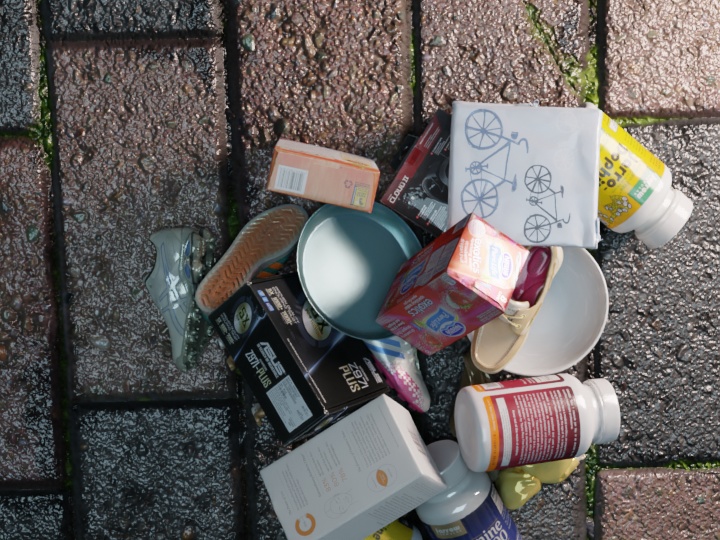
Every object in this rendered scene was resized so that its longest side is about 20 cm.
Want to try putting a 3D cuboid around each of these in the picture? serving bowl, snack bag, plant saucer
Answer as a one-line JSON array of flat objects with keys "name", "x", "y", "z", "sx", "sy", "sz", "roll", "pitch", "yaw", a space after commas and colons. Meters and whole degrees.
[{"name": "serving bowl", "x": 0.238, "y": 0.046, "z": 1.601, "sx": 0.199, "sy": 0.066, "sz": 0.201, "roll": -1, "pitch": 84, "yaw": 12}, {"name": "snack bag", "x": 0.212, "y": -0.124, "z": 1.501, "sx": 0.199, "sy": 0.021, "sz": 0.189, "roll": 2, "pitch": 89, "yaw": 8}, {"name": "plant saucer", "x": 0.000, "y": 0.000, "z": 1.572, "sx": 0.200, "sy": 0.027, "sz": 0.201, "roll": 10, "pitch": 68, "yaw": -26}]

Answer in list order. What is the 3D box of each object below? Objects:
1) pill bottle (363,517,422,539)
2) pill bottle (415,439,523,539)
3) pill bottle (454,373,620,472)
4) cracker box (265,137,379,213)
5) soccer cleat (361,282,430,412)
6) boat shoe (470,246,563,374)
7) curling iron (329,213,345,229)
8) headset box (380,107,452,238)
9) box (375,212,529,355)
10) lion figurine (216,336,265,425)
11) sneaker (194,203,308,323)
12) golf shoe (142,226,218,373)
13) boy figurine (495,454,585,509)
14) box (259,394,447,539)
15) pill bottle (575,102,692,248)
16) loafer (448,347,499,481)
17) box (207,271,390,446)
[{"name": "pill bottle", "x": 0.016, "y": 0.388, "z": 1.640, "sx": 0.200, "sy": 0.112, "sz": 0.112, "roll": 31, "pitch": 97, "yaw": -7}, {"name": "pill bottle", "x": 0.142, "y": 0.335, "z": 1.603, "sx": 0.111, "sy": 0.111, "sz": 0.200, "roll": -28, "pitch": 111, "yaw": 3}, {"name": "pill bottle", "x": 0.233, "y": 0.197, "z": 1.536, "sx": 0.199, "sy": 0.113, "sz": 0.113, "roll": -6, "pitch": 100, "yaw": -12}, {"name": "cracker box", "x": -0.049, "y": -0.125, "z": 1.509, "sx": 0.134, "sy": 0.200, "sz": 0.058, "roll": 12, "pitch": 100, "yaw": -4}, {"name": "soccer cleat", "x": 0.050, "y": 0.105, "z": 1.616, "sx": 0.086, "sy": 0.070, "sz": 0.200, "roll": -38, "pitch": 98, "yaw": 3}, {"name": "boat shoe", "x": 0.201, "y": 0.042, "z": 1.541, "sx": 0.074, "sy": 0.069, "sz": 0.200, "roll": 26, "pitch": 90, "yaw": 15}, {"name": "curling iron", "x": -0.051, "y": 0.018, "z": 1.620, "sx": 0.049, "sy": 0.026, "sz": 0.201, "roll": 8, "pitch": 98, "yaw": -10}, {"name": "headset box", "x": 0.134, "y": -0.110, "z": 1.559, "sx": 0.200, "sy": 0.077, "sz": 0.149, "roll": 32, "pitch": 92, "yaw": 8}, {"name": "box", "x": 0.114, "y": 0.022, "z": 1.492, "sx": 0.095, "sy": 0.200, "sz": 0.100, "roll": 34, "pitch": 59, "yaw": -11}, {"name": "lion figurine", "x": -0.112, "y": 0.136, "z": 1.617, "sx": 0.122, "sy": 0.072, "sz": 0.200, "roll": -27, "pitch": 95, "yaw": -7}, {"name": "sneaker", "x": -0.146, "y": -0.007, "z": 1.595, "sx": 0.071, "sy": 0.080, "sz": 0.200, "roll": 40, "pitch": 74, "yaw": 16}, {"name": "golf shoe", "x": -0.252, "y": 0.037, "z": 1.606, "sx": 0.097, "sy": 0.078, "sz": 0.201, "roll": 7, "pitch": 96, "yaw": 17}, {"name": "boy figurine", "x": 0.266, "y": 0.253, "z": 1.649, "sx": 0.124, "sy": 0.064, "sz": 0.200, "roll": 27, "pitch": 102, "yaw": -31}, {"name": "box", "x": -0.010, "y": 0.273, "z": 1.523, "sx": 0.200, "sy": 0.097, "sz": 0.125, "roll": -33, "pitch": 60, "yaw": 9}, {"name": "pill bottle", "x": 0.343, "y": -0.122, "z": 1.566, "sx": 0.200, "sy": 0.113, "sz": 0.113, "roll": 39, "pitch": 96, "yaw": -8}, {"name": "loafer", "x": 0.156, "y": 0.204, "z": 1.632, "sx": 0.067, "sy": 0.076, "sz": 0.201, "roll": -7, "pitch": 101, "yaw": 0}, {"name": "box", "x": -0.078, "y": 0.109, "z": 1.527, "sx": 0.086, "sy": 0.164, "sz": 0.200, "roll": -39, "pitch": 75, "yaw": 28}]
